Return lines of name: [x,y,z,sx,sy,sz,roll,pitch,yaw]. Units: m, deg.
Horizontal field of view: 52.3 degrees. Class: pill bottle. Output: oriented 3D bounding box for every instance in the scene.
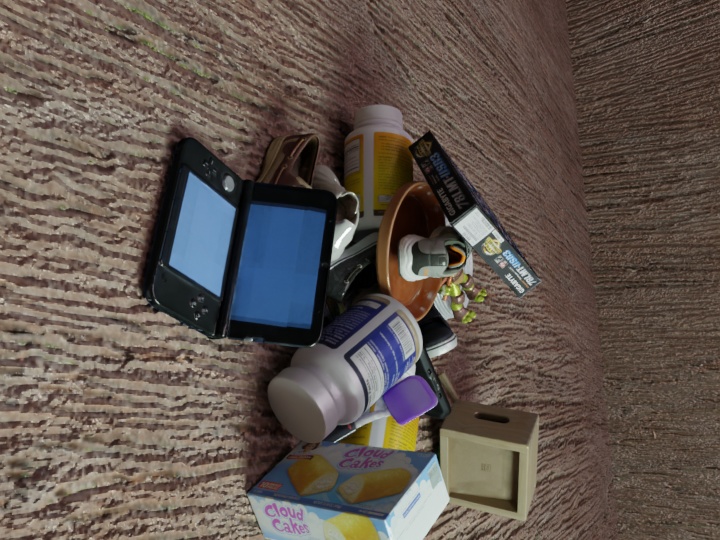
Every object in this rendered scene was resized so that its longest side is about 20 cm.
pill bottle: [0.028,-0.148,1.135,0.109,0.108,0.202,25,62,-58]
pill bottle: [0.025,0.219,1.030,0.111,0.110,0.202,50,41,-45]
pill bottle: [-0.018,0.123,0.937,0.200,0.115,0.117,-36,115,-42]

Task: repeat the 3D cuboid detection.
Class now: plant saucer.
plant saucer: [0.072,-0.027,1.057,0.200,0.032,0.203,-15,108,-59]

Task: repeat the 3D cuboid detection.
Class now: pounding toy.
pounding toy: [0.217,0.312,1.328,0.142,0.198,0.186,-43,135,-57]

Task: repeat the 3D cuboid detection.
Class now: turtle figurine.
turtle figurine: [0.157,0.013,1.258,0.162,0.064,0.201,61,38,-35]

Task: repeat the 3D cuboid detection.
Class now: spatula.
spatula: [0.005,0.197,0.962,0.057,0.198,0.021,56,-20,31]

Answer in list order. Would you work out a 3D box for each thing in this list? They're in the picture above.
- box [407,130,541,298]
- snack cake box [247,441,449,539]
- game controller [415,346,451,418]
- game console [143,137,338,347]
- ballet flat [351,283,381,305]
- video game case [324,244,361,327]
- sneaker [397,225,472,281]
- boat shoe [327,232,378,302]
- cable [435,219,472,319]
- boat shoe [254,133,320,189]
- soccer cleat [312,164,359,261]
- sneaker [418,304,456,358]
box: [0.165,-0.082,1.073,0.198,0.050,0.201,43,17,-40]
snack cake box: [-0.015,0.257,0.832,0.115,0.198,0.068,-38,117,-48]
game controller: [0.078,0.160,1.144,0.042,0.103,0.201,-58,139,-33]
game console: [-0.123,-0.032,0.807,0.171,0.117,0.202,41,47,-52]
ballet flat: [0.049,0.001,1.121,0.200,0.062,0.068,-50,146,-44]
video game case: [-0.047,0.032,1.040,0.183,0.022,0.202,-56,132,-53]
sneaker: [0.124,-0.021,1.040,0.200,0.079,0.075,-18,108,-60]
boat shoe: [0.000,0.000,1.027,0.200,0.056,0.069,-26,149,-56]
cable: [0.153,-0.006,1.379,0.199,0.069,0.202,2,82,-62]
boat shoe: [-0.091,-0.095,0.933,0.072,0.071,0.202,51,41,-43]
soccer cleat: [-0.034,-0.088,0.980,0.069,0.077,0.201,34,29,-27]
sneaker: [0.095,0.086,1.183,0.200,0.078,0.080,-153,-138,-79]
